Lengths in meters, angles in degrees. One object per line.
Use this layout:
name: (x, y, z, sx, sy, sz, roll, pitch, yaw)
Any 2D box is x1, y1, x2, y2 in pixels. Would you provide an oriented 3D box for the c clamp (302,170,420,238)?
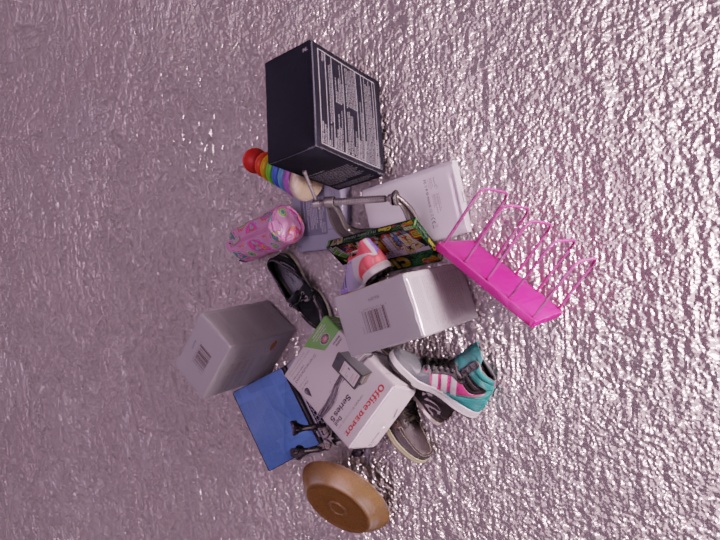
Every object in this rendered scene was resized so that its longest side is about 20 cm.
c clamp: (0.006, -0.108, 1.141, 0.200, 0.027, 0.171, 3, 137, 18)

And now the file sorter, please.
file sorter: (0.254, -0.028, 1.011, 0.200, 0.139, 0.125, 42, 115, 25)

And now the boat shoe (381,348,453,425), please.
boat shoe: (0.101, 0.199, 1.189, 0.057, 0.067, 0.200, -47, 72, 12)

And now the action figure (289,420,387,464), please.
action figure: (-0.036, 0.315, 1.229, 0.200, 0.102, 0.119, -10, 91, 18)

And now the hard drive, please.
hard drive: (0.102, -0.113, 1.178, 0.200, 0.027, 0.132, -14, 87, 34)

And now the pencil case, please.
pencil case: (-0.205, -0.075, 1.338, 0.200, 0.087, 0.088, -16, 85, 48)

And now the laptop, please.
laptop: (-0.142, 0.286, 1.326, 0.200, 0.116, 0.187, -42, 71, 42)

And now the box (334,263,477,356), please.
box: (0.082, 0.065, 1.092, 0.152, 0.200, 0.106, -21, 83, 35)

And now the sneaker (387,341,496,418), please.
sneaker: (0.157, 0.165, 1.098, 0.200, 0.084, 0.121, 31, 111, -12)

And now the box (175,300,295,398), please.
box: (-0.265, 0.164, 1.354, 0.106, 0.200, 0.152, 43, 116, 23)

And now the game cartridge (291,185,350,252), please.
game cartridge: (-0.082, -0.140, 1.300, 0.133, 0.040, 0.200, -3, 92, 39)

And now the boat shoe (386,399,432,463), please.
boat shoe: (0.076, 0.270, 1.202, 0.200, 0.073, 0.065, 54, 126, 19)

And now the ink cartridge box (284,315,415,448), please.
ink cartridge box: (-0.020, 0.200, 1.145, 0.200, 0.084, 0.146, 41, 103, 32)

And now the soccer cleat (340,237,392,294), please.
soccer cleat: (0.000, 0.000, 1.194, 0.073, 0.068, 0.200, 61, 158, 7)

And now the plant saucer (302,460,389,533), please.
plant saucer: (-0.039, 0.465, 1.266, 0.200, 0.035, 0.200, 18, 132, 21)

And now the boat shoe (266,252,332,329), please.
boat shoe: (-0.134, 0.047, 1.332, 0.074, 0.066, 0.199, -39, 73, 31)

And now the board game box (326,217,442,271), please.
board game box: (0.043, -0.037, 1.187, 0.200, 0.105, 0.023, -13, 47, 35)

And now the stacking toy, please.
stacking toy: (-0.169, -0.210, 1.291, 0.200, 0.085, 0.085, 27, 109, 36)

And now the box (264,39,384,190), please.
box: (-0.065, -0.276, 1.155, 0.123, 0.198, 0.200, -12, 75, 35)
